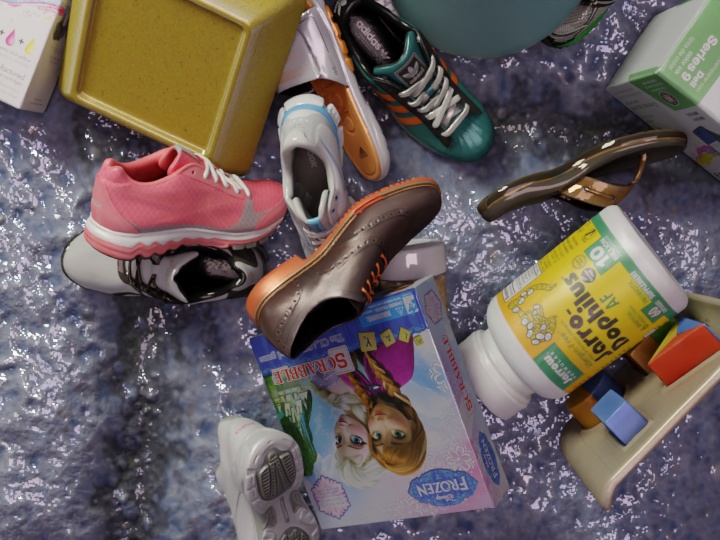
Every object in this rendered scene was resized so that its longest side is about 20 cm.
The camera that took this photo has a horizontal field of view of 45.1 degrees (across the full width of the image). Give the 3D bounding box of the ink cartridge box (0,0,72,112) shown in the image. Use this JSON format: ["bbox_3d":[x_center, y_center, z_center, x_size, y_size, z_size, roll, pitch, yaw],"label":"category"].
[{"bbox_3d":[-0.310,-0.260,0.779,0.113,0.068,0.203,23,95,-4],"label":"ink cartridge box"}]

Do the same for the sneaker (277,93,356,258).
[{"bbox_3d":[-0.036,-0.048,0.778,0.073,0.087,0.203,-12,121,13],"label":"sneaker"}]

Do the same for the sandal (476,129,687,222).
[{"bbox_3d":[0.207,-0.076,0.805,0.196,0.082,0.056,-20,82,4],"label":"sandal"}]

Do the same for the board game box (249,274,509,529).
[{"bbox_3d":[0.012,0.128,0.793,0.197,0.041,0.203,-19,95,35],"label":"board game box"}]

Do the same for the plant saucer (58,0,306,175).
[{"bbox_3d":[-0.168,-0.189,0.753,0.197,0.049,0.202,23,127,-4],"label":"plant saucer"}]

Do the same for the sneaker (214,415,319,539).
[{"bbox_3d":[-0.097,0.222,0.843,0.077,0.099,0.204,-19,121,-33],"label":"sneaker"}]

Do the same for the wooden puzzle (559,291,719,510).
[{"bbox_3d":[0.249,0.100,0.778,0.046,0.185,0.201,38,94,-1],"label":"wooden puzzle"}]

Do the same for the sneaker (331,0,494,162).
[{"bbox_3d":[0.047,-0.171,0.791,0.199,0.080,0.072,41,96,-9],"label":"sneaker"}]

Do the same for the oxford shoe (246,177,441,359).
[{"bbox_3d":[0.000,0.000,0.740,0.199,0.071,0.073,-39,54,-3],"label":"oxford shoe"}]

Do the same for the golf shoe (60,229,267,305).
[{"bbox_3d":[-0.186,-0.009,0.800,0.195,0.095,0.080,0,98,0],"label":"golf shoe"}]

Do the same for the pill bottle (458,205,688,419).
[{"bbox_3d":[0.187,0.045,0.797,0.199,0.113,0.113,-40,96,17],"label":"pill bottle"}]

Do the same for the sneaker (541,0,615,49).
[{"bbox_3d":[0.224,-0.291,0.783,0.078,0.085,0.201,38,95,-5],"label":"sneaker"}]

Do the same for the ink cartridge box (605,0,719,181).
[{"bbox_3d":[0.337,-0.142,0.772,0.198,0.145,0.088,35,95,-5],"label":"ink cartridge box"}]

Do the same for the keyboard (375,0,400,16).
[{"bbox_3d":[0.102,-0.295,0.816,0.199,0.011,0.057,-37,96,3],"label":"keyboard"}]

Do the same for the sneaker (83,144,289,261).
[{"bbox_3d":[-0.141,-0.067,0.759,0.197,0.074,0.088,-12,127,-36],"label":"sneaker"}]

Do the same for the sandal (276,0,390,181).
[{"bbox_3d":[-0.041,-0.167,0.786,0.059,0.079,0.209,-32,99,-27],"label":"sandal"}]

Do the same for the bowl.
[{"bbox_3d":[0.101,-0.297,0.737,0.197,0.105,0.206,-2,84,17],"label":"bowl"}]

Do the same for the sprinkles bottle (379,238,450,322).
[{"bbox_3d":[0.056,0.075,0.823,0.067,0.068,0.205,-7,100,-1],"label":"sprinkles bottle"}]
